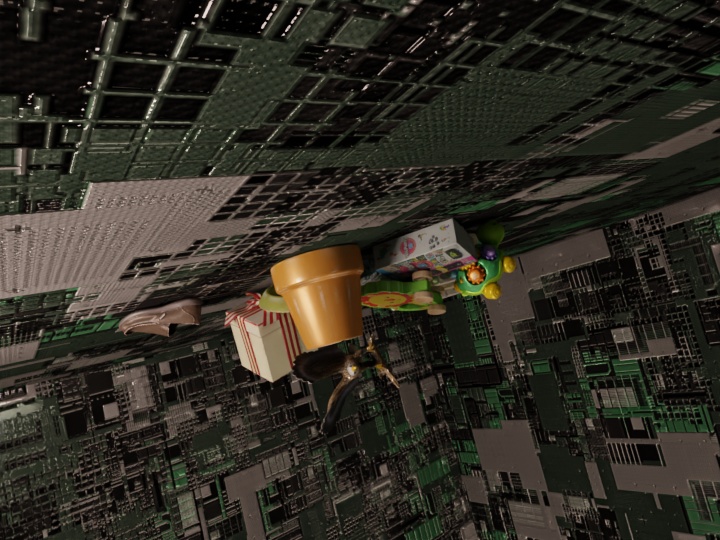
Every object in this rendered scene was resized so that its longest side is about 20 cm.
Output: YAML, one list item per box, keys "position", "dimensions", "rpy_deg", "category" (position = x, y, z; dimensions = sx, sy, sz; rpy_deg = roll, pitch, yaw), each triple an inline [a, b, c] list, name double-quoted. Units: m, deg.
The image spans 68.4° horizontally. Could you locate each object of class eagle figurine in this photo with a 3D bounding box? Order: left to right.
- position: [-0.038, 0.221, 1.118]
  dimensions: [0.198, 0.152, 0.152]
  rpy_deg: [-30, 141, -15]
  category: "eagle figurine"

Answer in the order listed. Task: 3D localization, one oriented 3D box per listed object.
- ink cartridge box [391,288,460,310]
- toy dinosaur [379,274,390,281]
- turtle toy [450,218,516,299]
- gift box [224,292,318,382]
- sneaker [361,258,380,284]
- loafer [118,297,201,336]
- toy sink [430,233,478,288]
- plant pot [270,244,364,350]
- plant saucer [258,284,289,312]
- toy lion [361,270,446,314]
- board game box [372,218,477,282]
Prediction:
- position: [0.182, 0.019, 1.540]
  dimensions: [0.143, 0.150, 0.198]
  rpy_deg: [-20, 172, 39]
  category: "ink cartridge box"
- position: [0.071, 0.024, 1.371]
  dimensions: [0.198, 0.048, 0.089]
  rpy_deg: [-29, -158, 32]
  category: "toy dinosaur"
- position: [0.291, -0.026, 1.277]
  dimensions: [0.101, 0.202, 0.145]
  rpy_deg: [40, 164, -27]
  category: "turtle toy"
- position: [-0.233, 0.158, 1.363]
  dimensions: [0.182, 0.191, 0.199]
  rpy_deg: [8, -154, 42]
  category: "gift box"
- position: [0.000, 0.000, 1.361]
  dimensions: [0.085, 0.079, 0.199]
  rpy_deg: [-30, 176, 21]
  category: "sneaker"
- position: [-0.454, 0.118, 1.207]
  dimensions: [0.196, 0.072, 0.073]
  rpy_deg: [-16, 174, 5]
  category: "loafer"
- position: [0.240, -0.021, 1.422]
  dimensions: [0.111, 0.133, 0.198]
  rpy_deg: [-20, 171, 41]
  category: "toy sink"
- position: [-0.074, 0.063, 1.127]
  dimensions: [0.196, 0.187, 0.200]
  rpy_deg: [-15, 174, -2]
  category: "plant pot"
- position: [-0.152, 0.052, 1.291]
  dimensions: [0.195, 0.032, 0.200]
  rpy_deg: [-7, -163, 2]
  category: "plant saucer"
- position: [0.094, 0.062, 1.271]
  dimensions: [0.188, 0.070, 0.200]
  rpy_deg: [-9, 160, 21]
  category: "toy lion"
- position: [0.148, -0.037, 1.205]
  dimensions: [0.197, 0.066, 0.147]
  rpy_deg: [-18, 156, 26]
  category: "board game box"
